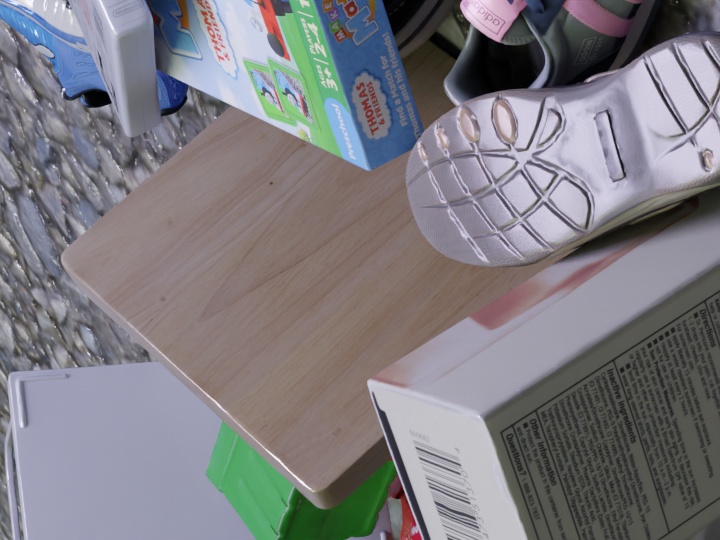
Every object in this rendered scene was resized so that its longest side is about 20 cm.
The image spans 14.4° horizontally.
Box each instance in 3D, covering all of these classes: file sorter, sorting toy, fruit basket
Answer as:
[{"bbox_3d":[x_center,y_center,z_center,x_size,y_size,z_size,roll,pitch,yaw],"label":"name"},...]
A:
[{"bbox_3d":[-0.097,0.135,1.591,0.125,0.199,0.139,120,143,-65],"label":"file sorter"},{"bbox_3d":[0.000,0.000,1.325,0.199,0.200,0.070,40,164,35],"label":"sorting toy"},{"bbox_3d":[-0.035,0.034,1.468,0.185,0.093,0.201,109,151,-53],"label":"fruit basket"}]

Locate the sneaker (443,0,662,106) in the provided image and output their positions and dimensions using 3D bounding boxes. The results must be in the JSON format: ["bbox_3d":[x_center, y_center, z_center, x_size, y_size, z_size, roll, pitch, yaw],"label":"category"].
[{"bbox_3d":[0.084,-0.130,1.150,0.070,0.082,0.200,48,152,24],"label":"sneaker"}]

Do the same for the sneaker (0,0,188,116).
[{"bbox_3d":[-0.166,-0.137,1.605,0.200,0.078,0.089,32,141,44],"label":"sneaker"}]

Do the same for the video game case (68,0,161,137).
[{"bbox_3d":[-0.140,-0.169,1.355,0.200,0.023,0.183,104,142,-80],"label":"video game case"}]

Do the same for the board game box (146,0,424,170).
[{"bbox_3d":[-0.056,-0.139,1.261,0.200,0.037,0.152,29,144,54],"label":"board game box"}]

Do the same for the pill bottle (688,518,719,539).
[{"bbox_3d":[0.133,0.137,1.320,0.111,0.111,0.200,62,155,-8],"label":"pill bottle"}]

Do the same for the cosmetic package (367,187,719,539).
[{"bbox_3d":[0.114,0.045,1.148,0.087,0.200,0.104,16,130,57],"label":"cosmetic package"}]

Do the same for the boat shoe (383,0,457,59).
[{"bbox_3d":[-0.020,-0.142,1.329,0.062,0.075,0.200,39,172,-33],"label":"boat shoe"}]

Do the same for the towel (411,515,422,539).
[{"bbox_3d":[0.044,0.103,1.404,0.145,0.022,0.201,130,146,-70],"label":"towel"}]

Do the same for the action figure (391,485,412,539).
[{"bbox_3d":[0.082,0.177,1.526,0.200,0.052,0.065,45,147,15],"label":"action figure"}]

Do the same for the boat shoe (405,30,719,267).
[{"bbox_3d":[0.105,-0.046,1.165,0.200,0.073,0.075,-13,85,44],"label":"boat shoe"}]
